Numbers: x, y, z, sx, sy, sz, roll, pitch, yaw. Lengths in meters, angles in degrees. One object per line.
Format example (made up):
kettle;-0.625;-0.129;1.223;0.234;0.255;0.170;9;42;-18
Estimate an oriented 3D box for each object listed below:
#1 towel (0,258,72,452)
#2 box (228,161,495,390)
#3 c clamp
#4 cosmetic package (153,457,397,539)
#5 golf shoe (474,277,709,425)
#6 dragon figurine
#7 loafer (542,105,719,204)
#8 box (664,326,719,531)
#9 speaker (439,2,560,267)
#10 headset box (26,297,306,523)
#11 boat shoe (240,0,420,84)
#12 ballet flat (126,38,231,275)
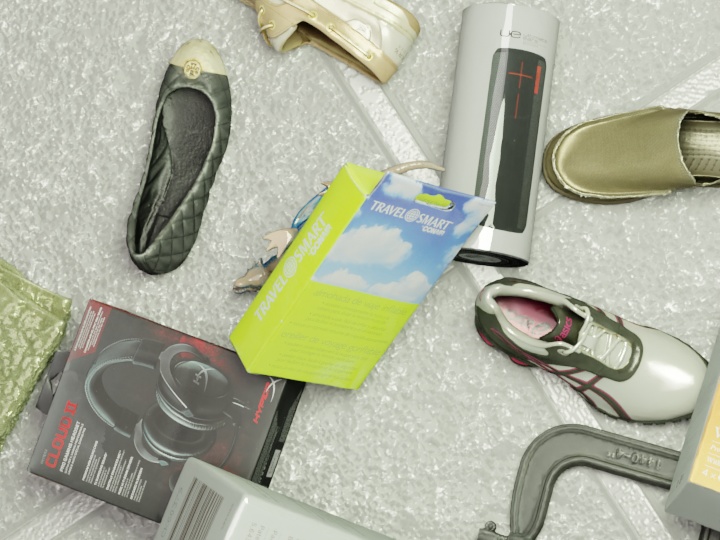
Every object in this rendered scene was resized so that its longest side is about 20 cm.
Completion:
towel;-0.339;0.083;1.599;0.148;0.036;0.201;28;87;13
box;0.000;0.000;1.458;0.201;0.121;0.048;-55;47;24
c clamp;0.187;0.210;1.488;0.198;0.027;0.172;9;78;13
cosmetic package;-0.052;0.259;1.413;0.199;0.165;0.166;24;86;-19
golf shoe;0.178;0.063;1.478;0.199;0.088;0.078;20;84;11
dragon figurine;-0.026;-0.032;1.530;0.200;0.099;0.059;-43;89;-1
loafer;0.240;-0.096;1.498;0.198;0.067;0.077;-6;80;10
box;0.317;0.097;1.411;0.123;0.098;0.201;19;71;5
speaker;0.107;-0.108;1.520;0.080;0.081;0.202;7;83;12
headset box;-0.163;0.120;1.539;0.199;0.077;0.150;20;86;11
boat shoe;-0.053;-0.211;1.568;0.199;0.074;0.070;22;80;12
ballet flat;-0.148;-0.094;1.577;0.066;0.057;0.202;9;83;11
